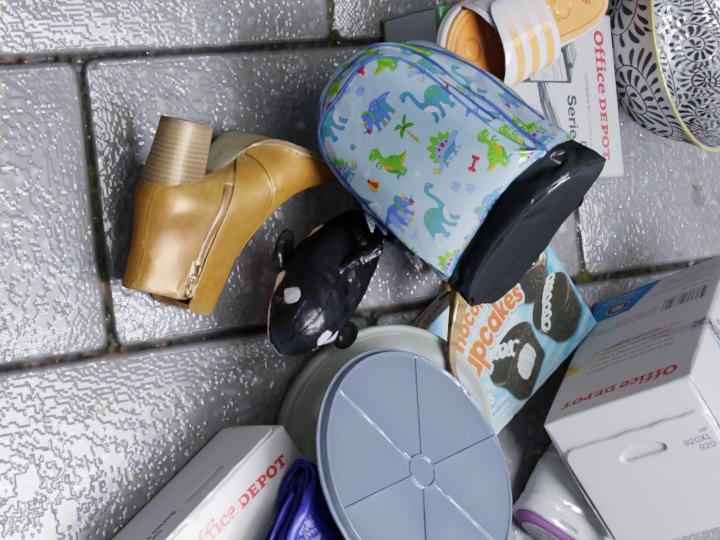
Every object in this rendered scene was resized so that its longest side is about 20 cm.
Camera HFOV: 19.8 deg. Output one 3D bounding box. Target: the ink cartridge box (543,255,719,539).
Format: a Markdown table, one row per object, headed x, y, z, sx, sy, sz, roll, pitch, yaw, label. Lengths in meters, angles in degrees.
| x | y | z | sx | sy | sz | roll | pitch | yaw | label |
| --- | --- | --- | --- | --- | --- | --- | --- | --- | --- |
| 0.272 | 0.113 | 1.769 | 0.145 | 0.146 | 0.200 | 57 | 34 | -17 | ink cartridge box |

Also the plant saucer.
| x | y | z | sx | sy | sz | roll | pitch | yaw | label |
| --- | --- | --- | --- | --- | --- | --- | --- | --- | --- |
| 0.029 | 0.145 | 1.659 | 0.198 | 0.050 | 0.202 | -2 | 95 | -25 | plant saucer |

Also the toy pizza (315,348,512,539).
| x | y | z | sx | sy | sz | roll | pitch | yaw | label |
| --- | --- | --- | --- | --- | --- | --- | --- | --- | --- |
| 0.038 | 0.157 | 1.572 | 0.199 | 0.032 | 0.202 | 22 | 54 | -35 | toy pizza |

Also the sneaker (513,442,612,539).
| x | y | z | sx | sy | sz | roll | pitch | yaw | label |
| --- | --- | --- | --- | --- | --- | --- | --- | --- | --- |
| 0.226 | 0.219 | 1.815 | 0.199 | 0.075 | 0.100 | 35 | 68 | -30 | sneaker |

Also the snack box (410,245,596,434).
| x | y | z | sx | sy | sz | roll | pitch | yaw | label |
| --- | --- | --- | --- | --- | --- | --- | --- | --- | --- |
| 0.109 | 0.062 | 1.762 | 0.200 | 0.037 | 0.117 | -45 | 111 | -30 | snack box |

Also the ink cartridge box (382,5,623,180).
| x | y | z | sx | sy | sz | roll | pitch | yaw | label |
| --- | --- | --- | --- | --- | --- | --- | --- | --- | --- |
| 0.123 | -0.146 | 1.758 | 0.199 | 0.084 | 0.148 | -3 | 88 | -37 | ink cartridge box |

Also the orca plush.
| x | y | z | sx | sy | sz | roll | pitch | yaw | label |
| --- | --- | --- | --- | --- | --- | --- | --- | --- | --- |
| 0.000 | 0.000 | 1.625 | 0.200 | 0.071 | 0.106 | -28 | 97 | -53 | orca plush |

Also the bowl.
| x | y | z | sx | sy | sz | roll | pitch | yaw | label |
| --- | --- | --- | --- | --- | --- | --- | --- | --- | --- |
| 0.266 | -0.201 | 1.852 | 0.200 | 0.093 | 0.203 | 15 | 72 | -54 | bowl |

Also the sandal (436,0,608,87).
| x | y | z | sx | sy | sz | roll | pitch | yaw | label |
| --- | --- | --- | --- | --- | --- | --- | --- | --- | --- |
| 0.145 | -0.207 | 1.691 | 0.206 | 0.059 | 0.080 | -33 | 103 | -35 | sandal |

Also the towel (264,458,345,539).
| x | y | z | sx | sy | sz | roll | pitch | yaw | label |
| --- | --- | --- | --- | --- | --- | --- | --- | --- | --- |
| 0.001 | 0.251 | 1.553 | 0.200 | 0.049 | 0.149 | 37 | 65 | -31 | towel |

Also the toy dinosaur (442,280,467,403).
| x | y | z | sx | sy | sz | roll | pitch | yaw | label |
| --- | --- | --- | --- | --- | --- | --- | --- | --- | --- |
| 0.085 | 0.001 | 1.689 | 0.060 | 0.106 | 0.202 | 13 | 93 | 3 | toy dinosaur |

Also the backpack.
| x | y | z | sx | sy | sz | roll | pitch | yaw | label |
| --- | --- | --- | --- | --- | --- | --- | --- | --- | --- |
| 0.060 | -0.092 | 1.600 | 0.153 | 0.163 | 0.200 | -3 | 49 | -54 | backpack |

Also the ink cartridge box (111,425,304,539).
| x | y | z | sx | sy | sz | roll | pitch | yaw | label |
| --- | --- | --- | --- | --- | --- | --- | --- | --- | --- |
| -0.077 | 0.239 | 1.578 | 0.145 | 0.084 | 0.201 | -44 | 113 | -31 | ink cartridge box |

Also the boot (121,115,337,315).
| x | y | z | sx | sy | sz | roll | pitch | yaw | label |
| --- | --- | --- | --- | --- | --- | --- | --- | --- | --- |
| -0.102 | -0.036 | 1.602 | 0.200 | 0.070 | 0.146 | 8 | 96 | -48 | boot |
